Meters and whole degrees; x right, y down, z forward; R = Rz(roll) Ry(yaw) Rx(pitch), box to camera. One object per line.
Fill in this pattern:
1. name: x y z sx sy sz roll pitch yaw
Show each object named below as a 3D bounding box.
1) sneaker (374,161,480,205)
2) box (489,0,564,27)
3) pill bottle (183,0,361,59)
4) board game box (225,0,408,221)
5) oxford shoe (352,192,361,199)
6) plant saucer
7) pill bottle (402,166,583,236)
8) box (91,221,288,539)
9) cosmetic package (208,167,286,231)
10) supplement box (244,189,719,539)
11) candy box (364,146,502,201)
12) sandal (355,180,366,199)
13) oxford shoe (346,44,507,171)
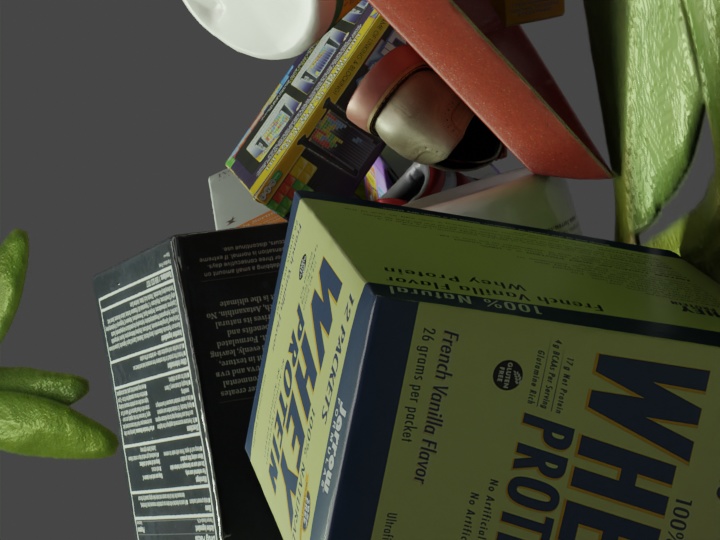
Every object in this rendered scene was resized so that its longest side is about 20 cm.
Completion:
1. sneaker: 0.034 0.029 1.223 0.071 0.112 0.200 -14 52 54
2. box: 0.076 -0.249 1.110 0.119 0.041 0.200 -112 16 -52
3. pill bottle: -0.018 -0.222 1.237 0.200 0.113 0.113 -48 -34 -41
4. board game box: -0.005 -0.127 1.357 0.200 0.057 0.165 -55 16 4
5. oxford shoe: 0.000 0.000 1.336 0.200 0.071 0.073 -111 8 -46
6. plant saucer: 0.042 -0.147 1.111 0.200 0.037 0.200 44 -166 -33
7. pill bottle: 0.086 0.050 1.144 0.114 0.114 0.201 -163 56 -81
8. box: -0.074 0.081 1.274 0.200 0.123 0.199 162 100 -68
9. cosmetic package: -0.053 -0.030 1.552 0.200 0.101 0.071 -110 -6 -67
10. supplement box: 0.068 0.063 0.903 0.200 0.199 0.135 -129 49 -72
11. candy box: 0.059 0.010 1.457 0.168 0.071 0.201 -122 23 -68
12. sandal: 0.024 -0.127 1.547 0.087 0.079 0.201 -92 2 -63
13. oxford shoe: 0.058 -0.085 1.210 0.075 0.071 0.200 41 -161 15
